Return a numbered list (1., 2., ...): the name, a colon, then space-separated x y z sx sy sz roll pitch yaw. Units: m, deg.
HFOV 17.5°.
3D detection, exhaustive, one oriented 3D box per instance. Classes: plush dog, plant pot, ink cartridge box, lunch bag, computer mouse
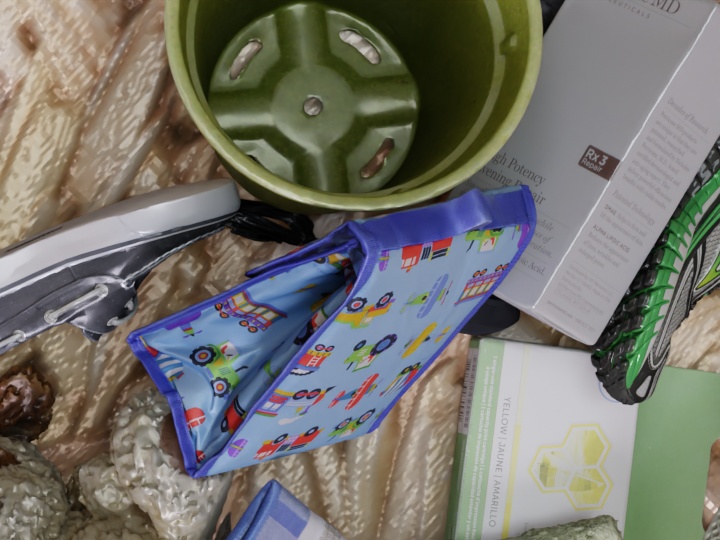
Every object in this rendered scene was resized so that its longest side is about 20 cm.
1. plush dog: -0.179 0.156 1.320 0.171 0.161 0.200 24 71 9
2. plant pot: -0.015 -0.113 1.303 0.200 0.184 0.201 1 80 -8
3. ink cartridge box: 0.155 0.124 1.410 0.199 0.048 0.146 8 88 -7
4. lunch bag: 0.000 0.018 1.253 0.150 0.200 0.094 -10 69 -49
5. computer mouse: 0.000 0.000 1.380 0.200 0.059 0.034 19 108 -7

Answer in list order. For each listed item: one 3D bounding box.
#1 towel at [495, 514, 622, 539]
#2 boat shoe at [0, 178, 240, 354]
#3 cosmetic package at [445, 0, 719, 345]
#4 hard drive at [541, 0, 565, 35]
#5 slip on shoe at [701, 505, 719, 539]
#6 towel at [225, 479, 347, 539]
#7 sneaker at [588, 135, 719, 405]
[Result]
1. towel: 0.099 0.245 1.375 0.148 0.036 0.201 -10 108 -6
2. boat shoe: -0.156 0.006 1.335 0.200 0.072 0.068 -22 99 2
3. cosmetic package: 0.132 -0.069 1.326 0.074 0.102 0.200 29 91 -49
4. hard drive: 0.147 -0.079 1.410 0.135 0.042 0.201 -10 93 -10
5. slip on shoe: 0.266 0.114 1.352 0.061 0.074 0.200 41 77 -40
6. towel: -0.039 0.219 1.321 0.147 0.024 0.200 -56 139 -12
7. sneaker: 0.200 -0.009 1.359 0.085 0.078 0.200 31 81 -15
